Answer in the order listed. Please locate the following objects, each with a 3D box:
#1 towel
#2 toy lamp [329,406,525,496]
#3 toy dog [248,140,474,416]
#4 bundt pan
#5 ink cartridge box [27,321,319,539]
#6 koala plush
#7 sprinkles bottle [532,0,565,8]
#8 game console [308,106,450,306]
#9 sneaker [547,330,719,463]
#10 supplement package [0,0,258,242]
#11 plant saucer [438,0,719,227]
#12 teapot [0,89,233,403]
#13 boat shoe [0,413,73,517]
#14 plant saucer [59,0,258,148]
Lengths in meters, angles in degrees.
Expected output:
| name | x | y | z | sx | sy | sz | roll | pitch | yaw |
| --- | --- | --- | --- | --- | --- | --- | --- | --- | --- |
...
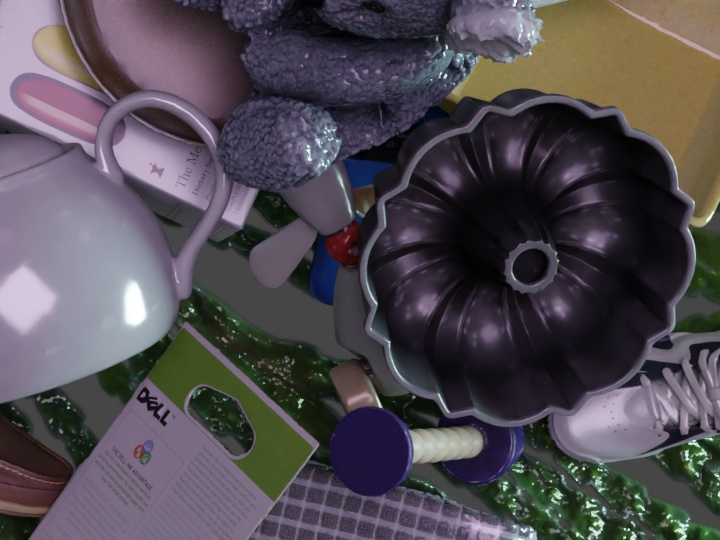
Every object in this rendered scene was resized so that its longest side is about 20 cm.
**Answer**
| name | x | y | z | sx | sy | sz | roll | pitch | yaw |
| --- | --- | --- | --- | --- | --- | --- | --- | --- | --- |
| towel | -0.007 | 0.207 | 1.196 | 0.199 | 0.086 | 0.166 | 13 | 84 | 14 |
| toy lamp | 0.050 | 0.106 | 1.197 | 0.058 | 0.200 | 0.059 | 0 | 89 | 25 |
| toy dog | 0.000 | 0.000 | 1.214 | 0.131 | 0.096 | 0.201 | -9 | 111 | -15 |
| bundt pan | 0.088 | -0.016 | 1.135 | 0.201 | 0.076 | 0.203 | -5 | 113 | -12 |
| ink cartridge box | -0.102 | 0.157 | 1.154 | 0.200 | 0.148 | 0.076 | -54 | 138 | 2 |
| koala plush | 0.014 | -0.161 | 1.037 | 0.183 | 0.200 | 0.178 | -18 | 83 | -27 |
| sprinkles bottle | 0.123 | -0.200 | 1.225 | 0.199 | 0.068 | 0.069 | -17 | 90 | -25 |
| game console | 0.072 | -0.068 | 1.294 | 0.199 | 0.119 | 0.171 | 8 | 54 | -12 |
| sneaker | 0.226 | 0.077 | 1.260 | 0.198 | 0.130 | 0.080 | -7 | 87 | -12 |
| supplement package | -0.148 | -0.111 | 1.205 | 0.199 | 0.110 | 0.114 | 24 | 82 | -9 |
| plant saucer | 0.153 | -0.126 | 1.254 | 0.199 | 0.049 | 0.200 | 28 | 53 | 4 |
| teapot | -0.198 | -0.016 | 1.102 | 0.200 | 0.197 | 0.147 | -24 | 104 | -41 |
| boat shoe | -0.259 | 0.083 | 1.183 | 0.199 | 0.072 | 0.068 | 29 | 103 | -6 |
| plant saucer | -0.079 | -0.169 | 1.148 | 0.199 | 0.032 | 0.201 | 0 | 88 | -14 |
